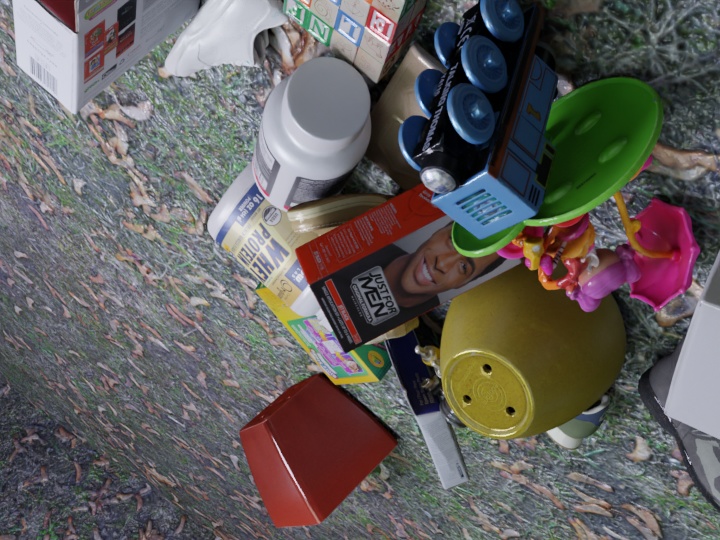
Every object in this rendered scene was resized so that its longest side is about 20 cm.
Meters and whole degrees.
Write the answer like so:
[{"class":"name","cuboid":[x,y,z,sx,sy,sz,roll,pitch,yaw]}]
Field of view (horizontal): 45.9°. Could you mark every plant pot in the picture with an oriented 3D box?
[{"class":"plant pot","cuboid":[0.159,0.093,0.887,0.197,0.142,0.204,18,124,28]},{"class":"plant pot","cuboid":[-0.091,0.296,1.443,0.178,0.199,0.199,53,148,-3]}]

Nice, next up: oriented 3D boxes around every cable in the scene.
[{"class":"cable","cuboid":[0.133,0.139,1.025,0.050,0.198,0.098,-44,61,21]}]

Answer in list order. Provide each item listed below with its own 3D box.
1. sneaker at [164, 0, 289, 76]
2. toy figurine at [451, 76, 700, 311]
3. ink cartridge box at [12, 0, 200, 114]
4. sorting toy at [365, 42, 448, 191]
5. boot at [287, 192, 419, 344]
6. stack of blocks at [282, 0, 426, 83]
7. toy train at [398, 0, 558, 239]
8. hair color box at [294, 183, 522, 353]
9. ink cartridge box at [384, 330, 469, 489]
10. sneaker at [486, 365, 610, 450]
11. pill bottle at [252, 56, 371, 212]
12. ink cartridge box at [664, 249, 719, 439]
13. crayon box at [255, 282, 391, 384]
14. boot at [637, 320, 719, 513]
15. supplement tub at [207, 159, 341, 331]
[{"class":"sneaker","cuboid":[-0.145,-0.247,0.922,0.088,0.076,0.199,37,150,-19]},{"class":"toy figurine","cuboid":[0.206,-0.028,0.730,0.184,0.199,0.151,44,-165,-30]},{"class":"ink cartridge box","cuboid":[-0.241,-0.286,0.842,0.083,0.201,0.176,39,150,0]},{"class":"sorting toy","cuboid":[0.093,-0.118,0.858,0.184,0.037,0.200,41,154,0]},{"class":"boot","cuboid":[0.000,0.000,0.900,0.071,0.199,0.160,-2,91,32]},{"class":"stack of blocks","cuboid":[-0.036,-0.276,0.758,0.199,0.059,0.115,38,155,5]},{"class":"toy train","cuboid":[0.104,-0.130,0.678,0.113,0.203,0.086,35,147,-24]},{"class":"hair color box","cuboid":[0.047,-0.014,0.816,0.102,0.197,0.062,63,179,-40]},{"class":"ink cartridge box","cuboid":[0.074,0.141,1.085,0.201,0.040,0.202,-109,-4,-50]},{"class":"sneaker","cuboid":[0.209,0.116,1.005,0.200,0.067,0.090,42,134,7]},{"class":"pill bottle","cuboid":[-0.050,-0.136,0.869,0.110,0.111,0.200,40,163,-2]},{"class":"ink cartridge box","cuboid":[0.329,0.019,0.606,0.145,0.201,0.146,23,148,25]},{"class":"crayon box","cuboid":[-0.049,0.075,1.230,0.201,0.058,0.118,51,148,-18]},{"class":"boot","cuboid":[0.361,0.153,0.824,0.201,0.069,0.132,51,154,18]},{"class":"supplement tub","cuboid":[-0.070,-0.038,1.025,0.199,0.145,0.144,41,149,-2]}]
